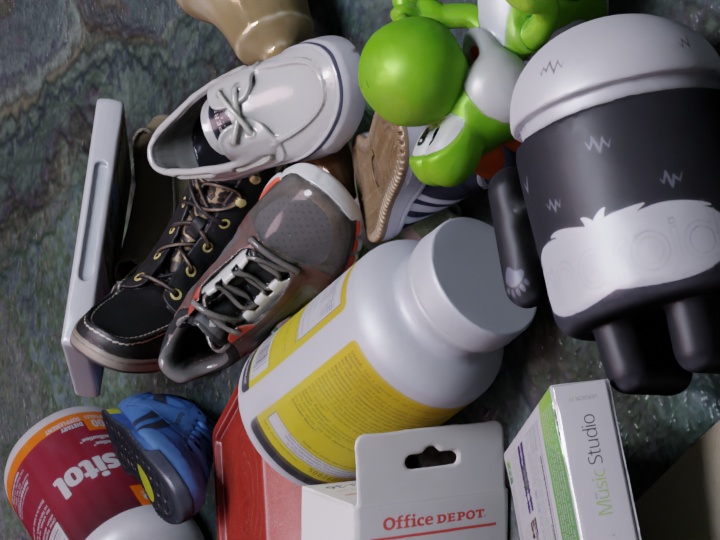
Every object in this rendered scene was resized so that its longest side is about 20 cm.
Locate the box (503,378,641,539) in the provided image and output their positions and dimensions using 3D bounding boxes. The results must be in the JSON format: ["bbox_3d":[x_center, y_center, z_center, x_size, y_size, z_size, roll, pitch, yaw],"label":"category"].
[{"bbox_3d":[0.118,0.149,1.339,0.200,0.036,0.145,101,160,-76],"label":"box"}]

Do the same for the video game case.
[{"bbox_3d":[-0.195,-0.012,1.819,0.200,0.023,0.182,104,174,-76],"label":"video game case"}]

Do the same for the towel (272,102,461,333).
[{"bbox_3d":[0.000,0.000,1.646,0.153,0.023,0.200,52,134,41],"label":"towel"}]

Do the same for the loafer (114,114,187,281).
[{"bbox_3d":[-0.148,-0.018,1.839,0.076,0.068,0.200,-17,79,58],"label":"loafer"}]

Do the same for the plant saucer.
[{"bbox_3d":[-0.067,0.157,1.682,0.200,0.037,0.200,122,147,-62],"label":"plant saucer"}]

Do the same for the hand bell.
[{"bbox_3d":[-0.046,-0.125,1.620,0.104,0.104,0.200,-56,47,45],"label":"hand bell"}]

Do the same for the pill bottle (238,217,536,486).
[{"bbox_3d":[0.018,0.050,1.525,0.200,0.112,0.112,-40,60,43],"label":"pill bottle"}]

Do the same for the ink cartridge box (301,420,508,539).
[{"bbox_3d":[0.027,0.192,1.533,0.067,0.116,0.200,11,102,57],"label":"ink cartridge box"}]

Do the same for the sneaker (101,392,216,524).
[{"bbox_3d":[-0.133,0.127,1.795,0.200,0.078,0.066,-146,38,-71],"label":"sneaker"}]

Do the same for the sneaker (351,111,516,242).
[{"bbox_3d":[0.058,-0.069,1.495,0.200,0.108,0.070,124,135,-76],"label":"sneaker"}]

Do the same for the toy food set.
[{"bbox_3d":[0.199,0.178,1.320,0.200,0.060,0.144,-53,38,45],"label":"toy food set"}]

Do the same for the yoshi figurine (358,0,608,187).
[{"bbox_3d":[0.068,-0.147,1.364,0.112,0.112,0.200,25,80,17],"label":"yoshi figurine"}]

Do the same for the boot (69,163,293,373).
[{"bbox_3d":[-0.117,-0.019,1.693,0.073,0.200,0.151,31,117,21],"label":"boot"}]

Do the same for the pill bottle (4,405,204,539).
[{"bbox_3d":[-0.188,0.203,1.889,0.200,0.113,0.113,48,132,44],"label":"pill bottle"}]

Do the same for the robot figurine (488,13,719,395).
[{"bbox_3d":[0.151,-0.036,1.301,0.125,0.150,0.200,108,150,-75],"label":"robot figurine"}]

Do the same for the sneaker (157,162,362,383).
[{"bbox_3d":[-0.068,0.014,1.574,0.077,0.082,0.200,40,133,2],"label":"sneaker"}]

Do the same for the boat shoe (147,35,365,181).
[{"bbox_3d":[-0.070,-0.098,1.554,0.200,0.066,0.072,-13,89,56],"label":"boat shoe"}]
